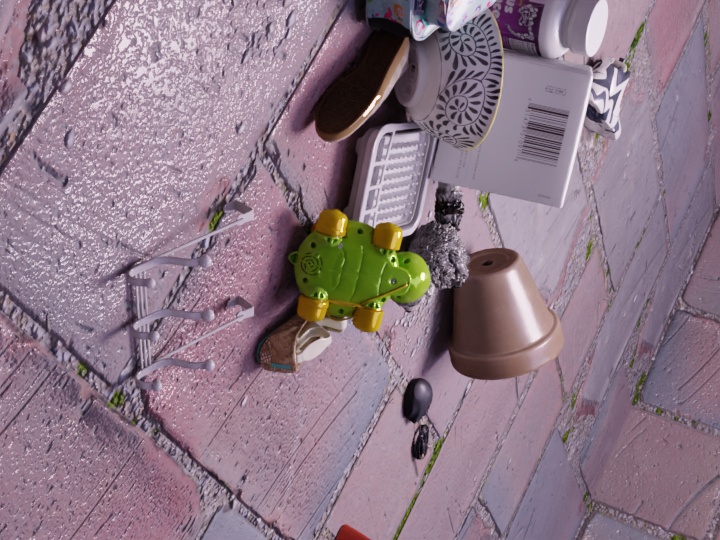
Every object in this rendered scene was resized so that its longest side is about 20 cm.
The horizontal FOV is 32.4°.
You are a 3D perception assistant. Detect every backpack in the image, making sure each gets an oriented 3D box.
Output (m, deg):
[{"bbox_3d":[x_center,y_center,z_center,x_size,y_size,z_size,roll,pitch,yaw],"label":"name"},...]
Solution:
[{"bbox_3d":[0.090,-0.398,1.525,0.178,0.150,0.200,-41,136,-44],"label":"backpack"}]

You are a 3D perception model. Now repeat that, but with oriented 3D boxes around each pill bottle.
[{"bbox_3d":[0.247,-0.368,1.779,0.112,0.200,0.113,-43,142,-47],"label":"pill bottle"}]

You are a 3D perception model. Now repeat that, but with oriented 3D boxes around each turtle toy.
[{"bbox_3d":[0.000,0.000,1.604,0.101,0.199,0.146,-143,-114,-71],"label":"turtle toy"}]

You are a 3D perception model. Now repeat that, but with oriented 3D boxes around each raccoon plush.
[{"bbox_3d":[0.085,-0.038,1.850,0.134,0.097,0.201,-13,99,-49],"label":"raccoon plush"}]

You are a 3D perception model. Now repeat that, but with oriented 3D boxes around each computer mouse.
[{"bbox_3d":[0.107,0.259,2.122,0.059,0.034,0.200,-53,149,-35],"label":"computer mouse"}]

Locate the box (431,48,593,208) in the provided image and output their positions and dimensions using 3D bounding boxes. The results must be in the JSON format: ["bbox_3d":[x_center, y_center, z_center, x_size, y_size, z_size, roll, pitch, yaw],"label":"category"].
[{"bbox_3d":[0.222,-0.215,1.805,0.131,0.199,0.200,-51,153,-74],"label":"box"}]

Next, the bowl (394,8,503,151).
[{"bbox_3d":[0.103,-0.261,1.648,0.094,0.201,0.201,1,112,-21],"label":"bowl"}]

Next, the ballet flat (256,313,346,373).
[{"bbox_3d":[-0.057,0.075,1.635,0.200,0.065,0.071,-47,146,-41],"label":"ballet flat"}]

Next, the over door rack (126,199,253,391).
[{"bbox_3d":[-0.173,0.028,1.372,0.200,0.066,0.148,-39,141,-48],"label":"over door rack"}]

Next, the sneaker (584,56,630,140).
[{"bbox_3d":[0.486,-0.344,2.410,0.130,0.079,0.199,-58,143,-6],"label":"sneaker"}]

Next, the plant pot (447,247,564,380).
[{"bbox_3d":[0.234,0.061,2.092,0.200,0.200,0.175,-41,125,-46],"label":"plant pot"}]

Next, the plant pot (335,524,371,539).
[{"bbox_3d":[0.034,0.558,2.017,0.200,0.176,0.200,-64,154,-15],"label":"plant pot"}]

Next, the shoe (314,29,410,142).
[{"bbox_3d":[0.010,-0.225,1.556,0.200,0.070,0.053,-56,148,-28],"label":"shoe"}]

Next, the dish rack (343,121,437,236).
[{"bbox_3d":[0.037,-0.126,1.712,0.200,0.043,0.172,-17,121,-59],"label":"dish rack"}]
